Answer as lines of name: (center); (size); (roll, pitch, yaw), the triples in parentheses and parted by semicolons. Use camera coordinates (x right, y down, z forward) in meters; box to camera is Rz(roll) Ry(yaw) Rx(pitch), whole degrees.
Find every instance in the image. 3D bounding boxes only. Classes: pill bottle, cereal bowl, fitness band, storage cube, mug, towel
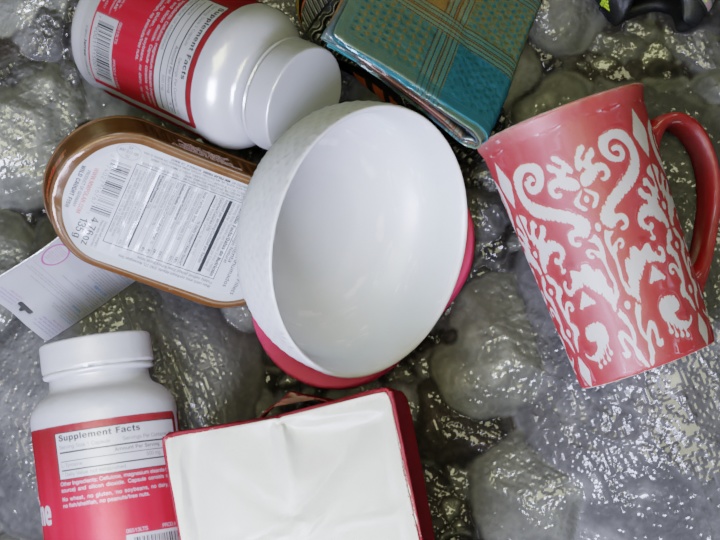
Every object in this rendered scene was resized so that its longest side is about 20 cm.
pill bottle: (-0.116, -0.160, 1.199); (0.199, 0.112, 0.113); (26, 86, 31)
pill bottle: (-0.190, 0.152, 1.198); (0.111, 0.112, 0.202); (-9, 83, 3)
cereal bowl: (-0.017, -0.027, 1.158); (0.083, 0.199, 0.202); (16, 84, 45)
fitness band: (0.000, 0.000, 1.247); (0.143, 0.037, 0.200); (41, 89, 5)
storage cube: (-0.036, 0.186, 1.157); (0.169, 0.180, 0.202); (-11, 84, 3)
mug: (0.203, -0.030, 1.187); (0.176, 0.133, 0.202); (-19, 87, 3)
towel: (0.061, -0.197, 1.197); (0.146, 0.022, 0.201); (34, 49, -12)

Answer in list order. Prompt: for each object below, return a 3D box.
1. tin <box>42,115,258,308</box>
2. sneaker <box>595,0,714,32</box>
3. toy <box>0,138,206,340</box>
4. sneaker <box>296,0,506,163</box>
tin: (-0.138, -0.040, 1.172); (0.199, 0.042, 0.113); (20, 110, -25)
sneaker: (0.192, -0.240, 1.235); (0.198, 0.074, 0.088); (15, 79, 1)
toy: (-0.194, -0.033, 1.232); (0.199, 0.115, 0.047); (-31, 62, 2)
sneaker: (0.033, -0.164, 1.245); (0.200, 0.090, 0.070); (36, 96, -19)
